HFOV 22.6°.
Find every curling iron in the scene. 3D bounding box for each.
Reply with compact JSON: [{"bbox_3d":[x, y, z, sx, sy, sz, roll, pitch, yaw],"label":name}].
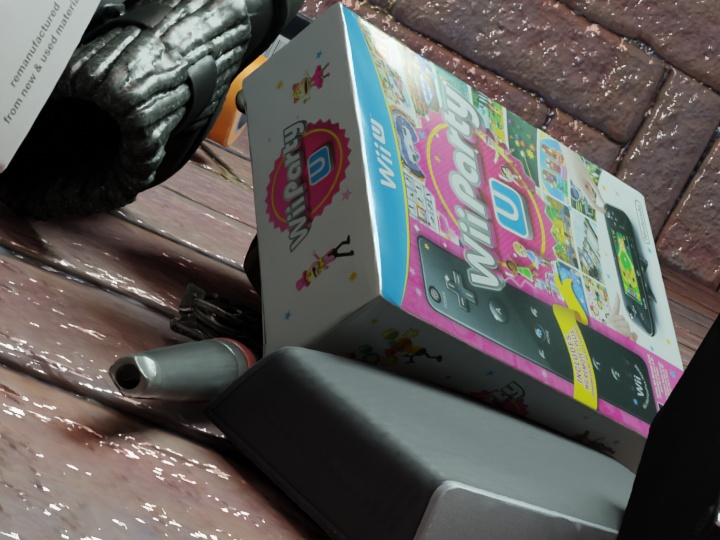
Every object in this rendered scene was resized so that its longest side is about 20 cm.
[{"bbox_3d":[-0.059,0.032,0.637,0.050,0.026,0.200,27,6,4],"label":"curling iron"}]

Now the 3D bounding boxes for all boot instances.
[{"bbox_3d":[-0.122,-0.067,0.845,0.079,0.211,0.158,39,49,-5],"label":"boot"}]

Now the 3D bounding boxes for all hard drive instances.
[{"bbox_3d":[0.056,0.085,0.624,0.200,0.042,0.135,22,10,-40],"label":"hard drive"}]

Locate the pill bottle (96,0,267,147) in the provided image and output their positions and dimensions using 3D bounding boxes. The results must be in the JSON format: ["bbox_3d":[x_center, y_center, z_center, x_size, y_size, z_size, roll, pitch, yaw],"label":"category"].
[{"bbox_3d":[-0.165,-0.165,1.295,0.200,0.106,0.106,28,7,3],"label":"pill bottle"}]

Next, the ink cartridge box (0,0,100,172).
[{"bbox_3d":[-0.200,-0.118,0.546,0.146,0.086,0.200,2,-29,42],"label":"ink cartridge box"}]

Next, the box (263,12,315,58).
[{"bbox_3d":[-0.060,-0.222,2.043,0.197,0.118,0.200,32,7,32],"label":"box"}]

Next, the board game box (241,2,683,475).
[{"bbox_3d":[0.047,0.003,0.737,0.200,0.064,0.148,27,42,-38],"label":"board game box"}]

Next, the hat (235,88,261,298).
[{"bbox_3d":[0.000,0.000,0.868,0.201,0.081,0.201,40,10,-9],"label":"hat"}]

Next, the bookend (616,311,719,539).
[{"bbox_3d":[0.175,0.103,0.508,0.200,0.092,0.199,29,27,5],"label":"bookend"}]
